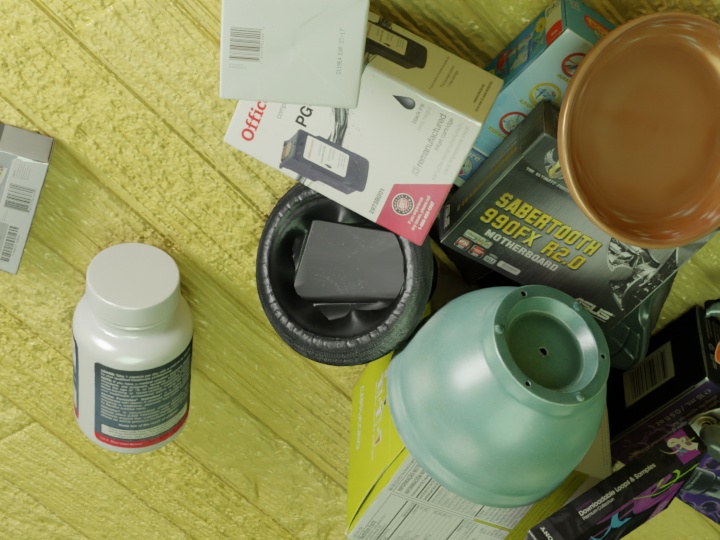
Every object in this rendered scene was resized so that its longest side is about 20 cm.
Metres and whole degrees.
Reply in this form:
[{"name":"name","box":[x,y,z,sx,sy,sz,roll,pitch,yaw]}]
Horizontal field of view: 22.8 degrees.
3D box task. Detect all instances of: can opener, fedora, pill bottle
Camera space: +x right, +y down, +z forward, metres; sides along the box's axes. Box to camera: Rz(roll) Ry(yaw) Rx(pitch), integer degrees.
[{"name":"can opener","box":[0.398,0.196,1.743,0.200,0.067,0.053,31,127,-24]},{"name":"fedora","box":[0.000,0.000,1.678,0.200,0.201,0.091,-31,158,29]},{"name":"pill bottle","box":[-0.225,0.075,1.766,0.119,0.120,0.201,6,135,-3]}]

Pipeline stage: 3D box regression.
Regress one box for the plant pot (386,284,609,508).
[{"name":"plant pot","box":[0.141,0.095,1.597,0.199,0.201,0.134,20,145,-16]}]

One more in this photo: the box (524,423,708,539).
[{"name":"box","box":[0.227,0.234,1.679,0.199,0.036,0.143,-28,157,-22]}]

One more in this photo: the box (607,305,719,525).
[{"name":"box","box":[0.360,0.154,1.822,0.200,0.105,0.148,32,127,-25]}]

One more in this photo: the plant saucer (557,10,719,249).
[{"name":"plant saucer","box":[0.253,-0.119,1.511,0.199,0.037,0.201,-4,102,-20]}]

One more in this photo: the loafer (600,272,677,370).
[{"name":"loafer","box":[0.272,0.003,1.724,0.072,0.063,0.201,26,131,20]}]

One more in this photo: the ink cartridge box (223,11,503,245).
[{"name":"ink cartridge box","box":[0.000,-0.137,1.532,0.199,0.084,0.145,27,129,2]}]

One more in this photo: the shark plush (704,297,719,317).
[{"name":"shark plush","box":[0.435,0.028,1.710,0.199,0.084,0.091,9,134,-6]}]

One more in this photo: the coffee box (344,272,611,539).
[{"name":"coffee box","box":[0.112,0.159,1.773,0.197,0.200,0.200,18,134,-16]}]

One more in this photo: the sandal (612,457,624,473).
[{"name":"sandal","box":[0.278,0.194,1.888,0.211,0.078,0.070,-3,100,-20]}]

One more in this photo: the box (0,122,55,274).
[{"name":"box","box":[-0.402,-0.085,1.675,0.199,0.041,0.156,14,133,-12]}]

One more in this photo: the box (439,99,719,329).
[{"name":"box","box":[0.195,-0.046,1.598,0.199,0.048,0.158,27,130,-22]}]

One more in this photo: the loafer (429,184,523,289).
[{"name":"loafer","box":[0.116,-0.026,1.683,0.073,0.072,0.200,-33,124,30]}]

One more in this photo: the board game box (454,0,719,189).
[{"name":"board game box","box":[0.192,-0.122,1.597,0.200,0.056,0.196,30,128,-24]}]

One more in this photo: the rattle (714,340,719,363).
[{"name":"rattle","box":[0.438,0.114,1.788,0.199,0.131,0.143,4,165,-2]}]

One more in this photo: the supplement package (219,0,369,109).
[{"name":"supplement package","box":[-0.048,-0.235,1.400,0.109,0.201,0.114,5,133,-3]}]
